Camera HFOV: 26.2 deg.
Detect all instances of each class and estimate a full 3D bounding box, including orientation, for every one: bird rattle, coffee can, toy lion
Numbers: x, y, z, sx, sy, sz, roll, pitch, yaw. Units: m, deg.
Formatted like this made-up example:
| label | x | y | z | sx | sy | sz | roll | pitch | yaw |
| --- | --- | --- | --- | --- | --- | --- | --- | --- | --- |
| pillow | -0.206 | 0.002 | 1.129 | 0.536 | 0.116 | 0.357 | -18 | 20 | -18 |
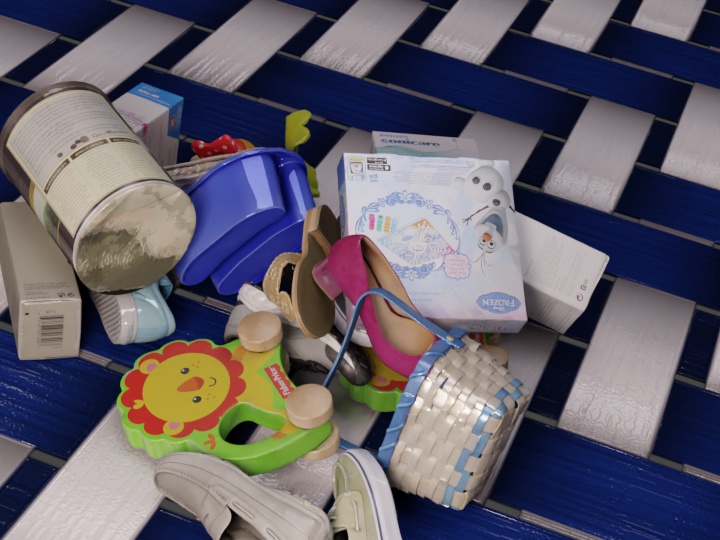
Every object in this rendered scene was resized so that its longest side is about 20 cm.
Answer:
| label | x | y | z | sx | sy | sz | roll | pitch | yaw |
| --- | --- | --- | --- | --- | --- | --- | --- | --- | --- |
| bird rattle | -0.151 | -0.130 | 1.978 | 0.199 | 0.114 | 0.162 | -18 | 11 | -32 |
| coffee can | -0.290 | -0.092 | 1.692 | 0.145 | 0.147 | 0.200 | -14 | 46 | -33 |
| toy lion | 0.069 | 0.090 | 1.742 | 0.189 | 0.069 | 0.201 | 3 | 33 | 2 |
| toy lion | -0.144 | 0.136 | 1.566 | 0.190 | 0.069 | 0.200 | -23 | 43 | -15 |

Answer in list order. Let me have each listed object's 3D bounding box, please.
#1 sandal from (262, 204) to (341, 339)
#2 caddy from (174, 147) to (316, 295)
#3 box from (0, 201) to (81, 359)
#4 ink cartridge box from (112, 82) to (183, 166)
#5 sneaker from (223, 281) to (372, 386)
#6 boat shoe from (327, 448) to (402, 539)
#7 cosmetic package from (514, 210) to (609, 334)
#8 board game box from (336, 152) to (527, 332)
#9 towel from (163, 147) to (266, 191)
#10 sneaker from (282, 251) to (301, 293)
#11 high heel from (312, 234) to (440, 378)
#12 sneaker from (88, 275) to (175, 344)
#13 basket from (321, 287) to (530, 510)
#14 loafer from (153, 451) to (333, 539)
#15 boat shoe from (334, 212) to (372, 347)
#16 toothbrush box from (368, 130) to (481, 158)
| label | x | y | z | sx | sy | sz | roll | pitch | yaw |
| --- | --- | --- | --- | --- | --- | --- | --- | --- | --- |
| sandal | -0.070 | 0.012 | 1.665 | 0.069 | 0.078 | 0.213 | -20 | 32 | 21 |
| caddy | -0.142 | -0.063 | 1.774 | 0.141 | 0.199 | 0.106 | 18 | 42 | -51 |
| box | -0.358 | 0.008 | 1.716 | 0.068 | 0.083 | 0.201 | -2 | 36 | -18 |
| ink cartridge box | -0.301 | -0.140 | 1.923 | 0.067 | 0.117 | 0.200 | 21 | 34 | 15 |
| sneaker | -0.068 | 0.086 | 1.689 | 0.199 | 0.080 | 0.074 | 26 | -7 | 36 |
| boat shoe | -0.001 | 0.246 | 1.467 | 0.061 | 0.073 | 0.201 | 1 | 37 | -18 |
| cosmetic package | 0.178 | -0.013 | 1.825 | 0.199 | 0.113 | 0.082 | 28 | 73 | 1 |
| board game box | 0.078 | -0.031 | 1.723 | 0.198 | 0.043 | 0.201 | 2 | 64 | -12 |
| towel | -0.181 | -0.076 | 1.848 | 0.199 | 0.133 | 0.035 | -16 | 47 | -33 |
| sneaker | -0.057 | -0.019 | 1.861 | 0.103 | 0.060 | 0.200 | -12 | 39 | -32 |
| high heel | 0.041 | 0.045 | 1.601 | 0.200 | 0.096 | 0.068 | 39 | 57 | -12 |
| sneaker | -0.259 | 0.014 | 1.755 | 0.081 | 0.074 | 0.201 | 3 | 41 | -27 |
| basket | 0.055 | 0.137 | 1.566 | 0.199 | 0.177 | 0.139 | 30 | 25 | 12 |
| loafer | -0.120 | 0.229 | 1.457 | 0.199 | 0.070 | 0.070 | 18 | 49 | 28 |
| boat shoe | 0.000 | 0.000 | 1.758 | 0.069 | 0.067 | 0.201 | 8 | 38 | -13 |
| toothbrush box | 0.089 | -0.093 | 1.994 | 0.145 | 0.086 | 0.201 | 3 | 34 | -10 |
